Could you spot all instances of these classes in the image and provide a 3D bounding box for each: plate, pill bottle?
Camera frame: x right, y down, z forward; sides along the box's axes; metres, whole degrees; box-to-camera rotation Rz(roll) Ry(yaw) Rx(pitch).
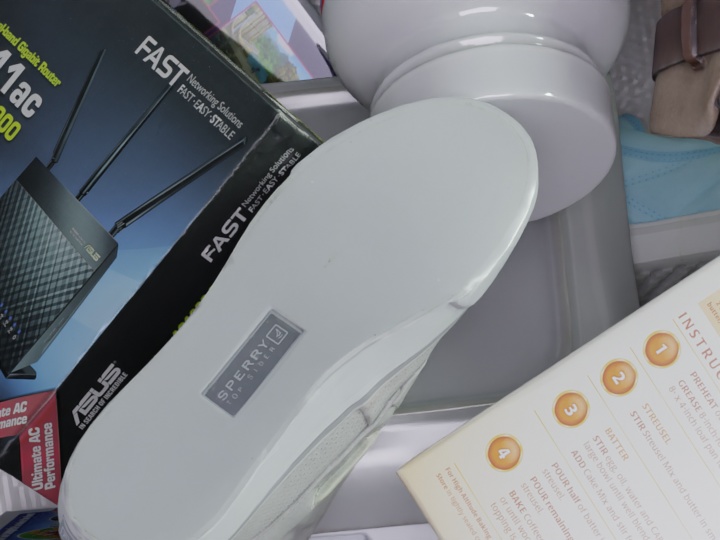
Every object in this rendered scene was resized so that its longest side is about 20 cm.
[{"bbox_3d":[0.000,0.000,1.043,0.199,0.032,0.201,-5,55,2],"label":"plate"},{"bbox_3d":[0.037,-0.120,1.034,0.108,0.109,0.201,-8,59,2],"label":"pill bottle"}]

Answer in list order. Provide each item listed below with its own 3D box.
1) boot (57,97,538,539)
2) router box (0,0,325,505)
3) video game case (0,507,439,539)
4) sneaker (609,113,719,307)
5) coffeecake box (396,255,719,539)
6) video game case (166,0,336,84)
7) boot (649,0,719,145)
[{"bbox_3d":[-0.020,0.034,0.948,0.074,0.096,0.200,41,73,17],"label":"boot"},{"bbox_3d":[-0.102,-0.025,1.026,0.150,0.200,0.062,-50,133,2],"label":"router box"},{"bbox_3d":[-0.042,0.096,1.072,0.199,0.143,0.018,-4,92,2],"label":"video game case"},{"bbox_3d":[0.081,-0.016,1.112,0.199,0.074,0.082,-3,52,12],"label":"sneaker"},{"bbox_3d":[0.138,0.076,0.930,0.200,0.073,0.154,-33,77,5],"label":"coffeecake box"},{"bbox_3d":[-0.109,-0.072,1.127,0.182,0.023,0.200,-37,91,3],"label":"video game case"},{"bbox_3d":[0.123,-0.115,0.979,0.070,0.200,0.147,8,99,-26],"label":"boot"}]
